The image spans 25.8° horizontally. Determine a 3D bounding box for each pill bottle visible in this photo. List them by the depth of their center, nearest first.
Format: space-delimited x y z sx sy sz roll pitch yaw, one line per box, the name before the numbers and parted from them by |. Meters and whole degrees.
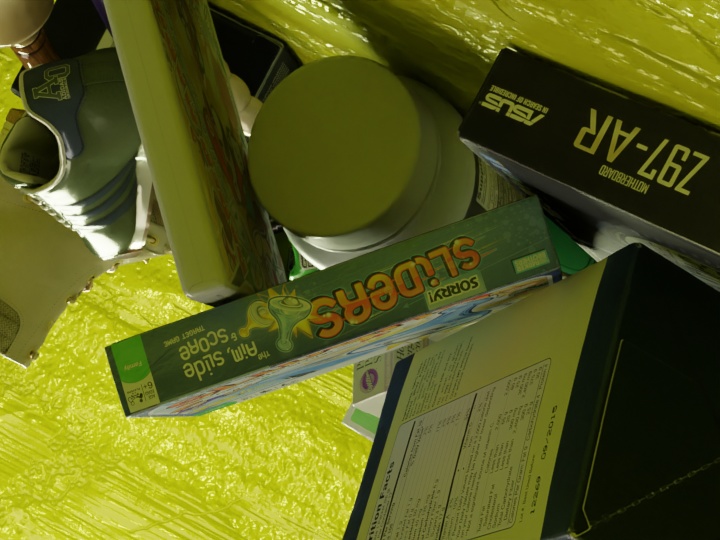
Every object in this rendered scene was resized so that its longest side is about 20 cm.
pill bottle | 0.021 -0.040 0.867 0.113 0.114 0.200 27 178 25

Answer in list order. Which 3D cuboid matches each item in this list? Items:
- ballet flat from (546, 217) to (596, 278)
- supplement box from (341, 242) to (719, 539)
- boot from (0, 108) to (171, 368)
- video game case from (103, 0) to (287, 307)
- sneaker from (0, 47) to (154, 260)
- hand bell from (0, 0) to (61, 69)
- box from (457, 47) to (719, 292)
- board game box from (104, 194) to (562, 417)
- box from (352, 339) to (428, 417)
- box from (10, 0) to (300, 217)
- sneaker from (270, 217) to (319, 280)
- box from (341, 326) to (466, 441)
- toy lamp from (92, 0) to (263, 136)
ballet flat | 0.143 0.012 0.977 0.199 0.072 0.072 28 178 7
supplement box | 0.125 0.117 0.721 0.199 0.135 0.200 30 150 -19
boot | -0.187 0.000 1.081 0.199 0.156 0.073 29 178 -31
video game case | -0.080 -0.077 0.753 0.023 0.201 0.182 -16 173 5
sneaker | -0.161 -0.063 0.887 0.089 0.068 0.200 -7 157 -20
hand bell | -0.184 -0.125 0.873 0.104 0.104 0.200 27 160 23
box | 0.151 -0.016 0.683 0.160 0.044 0.200 28 178 31
board game box | -0.005 0.021 0.732 0.135 0.199 0.035 30 -139 -80
box | 0.023 0.007 1.121 0.041 0.201 0.039 -25 141 38
box | -0.118 -0.113 1.060 0.148 0.108 0.200 28 177 10
sneaker | 0.000 0.000 1.042 0.199 0.079 0.085 0 178 31
box | 0.087 0.056 1.204 0.096 0.201 0.176 28 179 14
toy lamp | -0.085 -0.110 0.907 0.200 0.058 0.058 50 168 -28
